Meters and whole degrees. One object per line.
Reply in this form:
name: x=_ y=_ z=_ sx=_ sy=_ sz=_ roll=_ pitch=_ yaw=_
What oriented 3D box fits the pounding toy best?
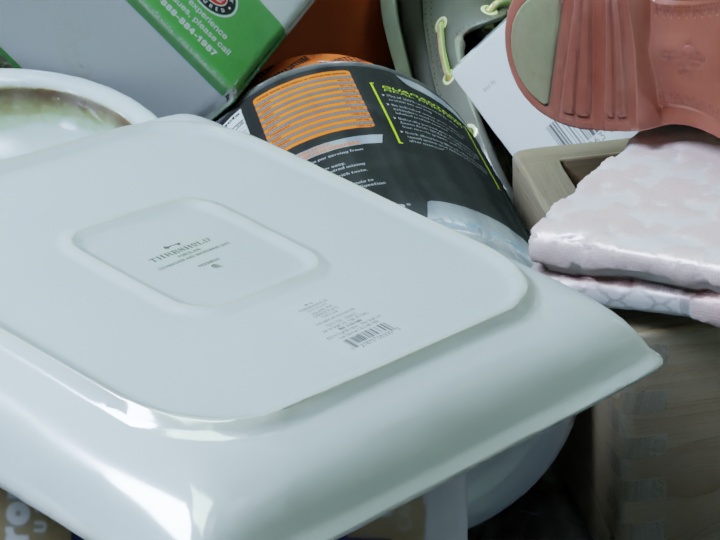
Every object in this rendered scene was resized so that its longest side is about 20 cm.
pounding toy: x=0.172 y=0.045 z=0.780 sx=0.200 sy=0.142 sz=0.184 roll=-6 pitch=27 yaw=-7

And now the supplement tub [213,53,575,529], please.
supplement tub: x=0.000 y=0.000 z=0.797 sx=0.122 sy=0.123 sz=0.200 roll=3 pitch=26 yaw=-12

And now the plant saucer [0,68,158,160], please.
plant saucer: x=-0.155 y=0.002 z=0.785 sx=0.200 sy=0.050 sz=0.200 roll=-6 pitch=40 yaw=5

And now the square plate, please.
square plate: x=-0.046 y=0.006 z=0.607 sx=0.198 sy=0.028 sz=0.200 roll=26 pitch=30 yaw=33

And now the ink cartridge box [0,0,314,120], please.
ink cartridge box: x=-0.076 y=-0.159 z=0.888 sx=0.147 sy=0.083 sz=0.200 roll=45 pitch=47 yaw=-10

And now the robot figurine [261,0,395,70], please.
robot figurine: x=-0.063 y=-0.107 z=1.010 sx=0.200 sy=0.144 sz=0.117 roll=-3 pitch=7 yaw=-25

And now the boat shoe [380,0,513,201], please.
boat shoe: x=0.051 y=-0.086 z=0.957 sx=0.072 sy=0.060 sz=0.202 roll=31 pitch=45 yaw=-42

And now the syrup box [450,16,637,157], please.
syrup box: x=0.128 y=-0.087 z=0.926 sx=0.081 sy=0.079 sz=0.200 roll=54 pitch=28 yaw=11

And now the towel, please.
towel: x=0.178 y=-0.021 z=0.717 sx=0.191 sy=0.032 sz=0.200 roll=11 pitch=29 yaw=28

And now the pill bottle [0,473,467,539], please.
pill bottle: x=-0.078 y=0.072 z=0.626 sx=0.200 sy=0.116 sz=0.116 roll=2 pitch=26 yaw=-12

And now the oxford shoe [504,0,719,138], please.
oxford shoe: x=0.144 y=-0.074 z=0.716 sx=0.200 sy=0.071 sz=0.074 roll=20 pitch=30 yaw=40
